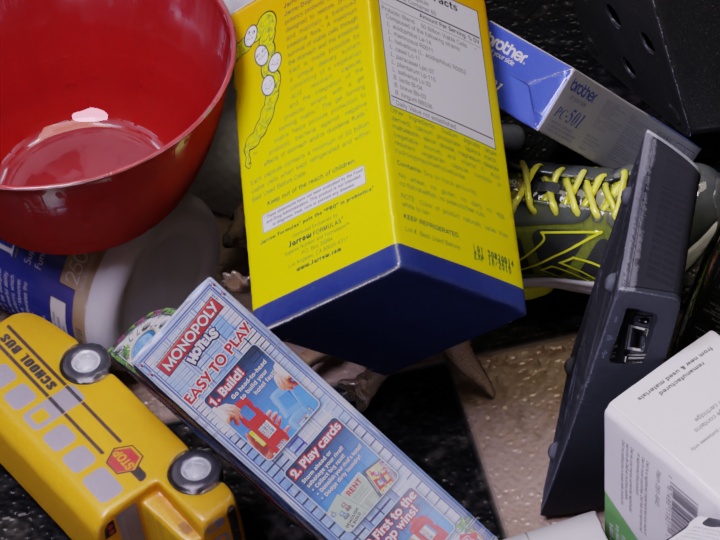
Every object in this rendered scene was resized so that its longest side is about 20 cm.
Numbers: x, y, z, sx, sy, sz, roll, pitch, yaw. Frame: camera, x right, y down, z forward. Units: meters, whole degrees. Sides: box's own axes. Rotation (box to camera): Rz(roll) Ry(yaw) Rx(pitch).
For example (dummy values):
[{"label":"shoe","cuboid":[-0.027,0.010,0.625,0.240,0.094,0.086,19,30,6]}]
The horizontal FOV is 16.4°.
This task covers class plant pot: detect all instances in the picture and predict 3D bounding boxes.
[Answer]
[{"label":"plant pot","cuboid":[0.233,-0.200,1.576,0.177,0.200,0.200,-31,39,-10]}]

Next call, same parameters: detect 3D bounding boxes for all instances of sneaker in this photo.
[{"label":"sneaker","cuboid":[0.119,-0.029,1.467,0.200,0.085,0.075,-15,49,35]}]

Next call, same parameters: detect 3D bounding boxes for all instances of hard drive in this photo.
[{"label":"hard drive","cuboid":[0.143,0.035,1.380,0.042,0.200,0.135,14,48,1]}]

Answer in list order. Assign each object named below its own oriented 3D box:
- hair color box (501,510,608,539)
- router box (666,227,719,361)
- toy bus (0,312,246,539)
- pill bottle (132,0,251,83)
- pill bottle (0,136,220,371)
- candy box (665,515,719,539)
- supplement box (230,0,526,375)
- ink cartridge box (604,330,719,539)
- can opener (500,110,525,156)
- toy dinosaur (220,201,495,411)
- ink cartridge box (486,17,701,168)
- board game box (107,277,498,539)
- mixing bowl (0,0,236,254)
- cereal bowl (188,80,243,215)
[{"label":"hair color box","cuboid":[0.049,0.208,1.321,0.200,0.061,0.102,-16,48,-8]},{"label":"router box","cuboid":[0.242,-0.027,1.451,0.062,0.150,0.200,22,52,5]},{"label":"toy bus","cuboid":[-0.150,0.106,1.429,0.078,0.065,0.200,-33,53,-22]},{"label":"pill bottle","cuboid":[-0.073,-0.195,1.551,0.114,0.114,0.200,26,55,26]},{"label":"pill bottle","cuboid":[-0.195,-0.028,1.523,0.200,0.116,0.116,26,55,26]},{"label":"candy box","cuboid":[0.137,0.243,1.209,0.200,0.168,0.072,-30,11,-20]},{"label":"supplement box","cuboid":[0.007,-0.060,1.379,0.109,0.109,0.200,-25,59,36]},{"label":"ink cartridge box","cuboid":[0.222,0.151,1.299,0.084,0.145,0.200,-33,53,-22]},{"label":"can opener","cuboid":[0.024,-0.093,1.546,0.200,0.053,0.066,0,0,-37]},{"label":"toy dinosaur","cuboid":[0.000,0.000,1.494,0.200,0.086,0.136,19,51,10]},{"label":"ink cartridge box","cuboid":[0.124,-0.100,1.512,0.094,0.200,0.044,34,96,30]},{"label":"board game box","cuboid":[-0.050,0.075,1.309,0.062,0.200,0.200,-48,27,-7]},{"label":"mixing bowl","cuboid":[-0.164,-0.083,1.418,0.200,0.108,0.200,-3,49,3]},{"label":"cereal bowl","cuboid":[-0.053,-0.131,1.625,0.200,0.083,0.200,-3,48,4]}]
